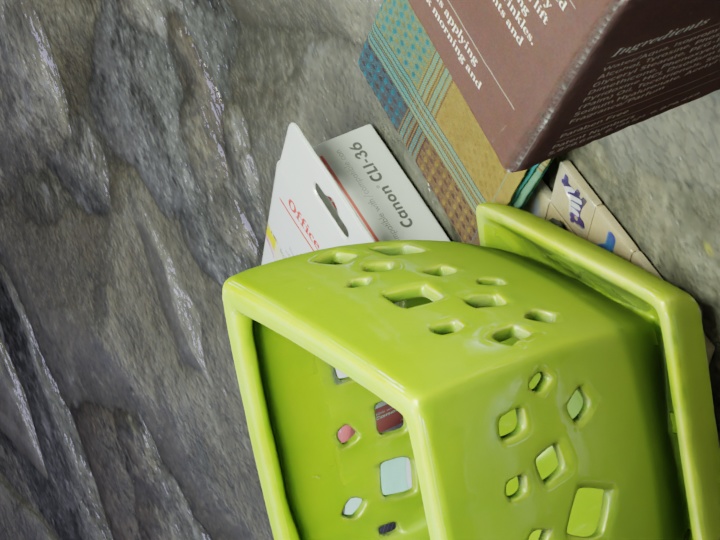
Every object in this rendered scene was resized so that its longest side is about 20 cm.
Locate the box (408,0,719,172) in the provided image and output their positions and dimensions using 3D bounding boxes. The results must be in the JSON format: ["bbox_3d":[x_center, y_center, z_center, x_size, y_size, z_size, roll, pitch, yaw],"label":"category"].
[{"bbox_3d":[0.112,-0.171,1.056,0.166,0.164,0.200,62,157,15],"label":"box"}]

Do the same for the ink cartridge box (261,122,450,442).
[{"bbox_3d":[0.000,0.000,1.590,0.117,0.067,0.200,56,156,25],"label":"ink cartridge box"}]

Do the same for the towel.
[{"bbox_3d":[0.059,-0.108,1.410,0.147,0.022,0.200,61,156,19],"label":"towel"}]

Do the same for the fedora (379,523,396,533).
[{"bbox_3d":[0.060,0.184,1.505,0.177,0.199,0.091,132,143,-56],"label":"fedora"}]

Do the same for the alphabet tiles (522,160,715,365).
[{"bbox_3d":[0.112,0.017,1.434,0.200,0.008,0.167,54,154,28],"label":"alphabet tiles"}]

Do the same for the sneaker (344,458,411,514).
[{"bbox_3d":[0.045,0.198,1.641,0.118,0.074,0.201,-19,77,62],"label":"sneaker"}]

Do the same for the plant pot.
[{"bbox_3d":[0.067,0.084,1.353,0.199,0.181,0.200,30,138,55],"label":"plant pot"}]
